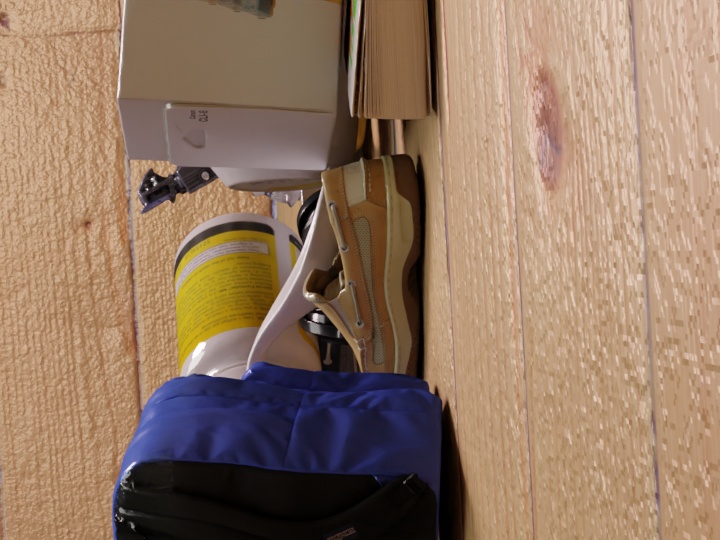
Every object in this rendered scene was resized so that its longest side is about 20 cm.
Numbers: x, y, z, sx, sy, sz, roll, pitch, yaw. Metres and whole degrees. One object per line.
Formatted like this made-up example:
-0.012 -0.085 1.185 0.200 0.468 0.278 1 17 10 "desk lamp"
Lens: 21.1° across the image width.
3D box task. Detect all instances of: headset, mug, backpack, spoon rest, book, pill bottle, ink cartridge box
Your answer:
0.000 0.000 1.450 0.200 0.094 0.124 138 133 -64 "headset"
-0.047 -0.140 1.467 0.149 0.186 0.153 -10 81 59 "mug"
-0.050 0.144 1.209 0.168 0.200 0.163 -84 -6 -60 "backpack"
-0.042 0.025 1.348 0.099 0.061 0.200 -97 17 -82 "spoon rest"
0.014 -0.182 1.217 0.200 0.048 0.134 -101 12 -73 "book"
-0.091 0.058 1.558 0.200 0.114 0.114 -99 7 -47 "pill bottle"
-0.084 -0.181 1.298 0.145 0.144 0.200 106 168 -78 "ink cartridge box"

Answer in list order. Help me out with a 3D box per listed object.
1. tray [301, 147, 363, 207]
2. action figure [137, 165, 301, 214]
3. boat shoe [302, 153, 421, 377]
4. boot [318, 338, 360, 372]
-0.019 -0.077 1.593 0.107 0.022 0.200 18 -113 -67 "tray"
-0.112 -0.127 1.598 0.194 0.200 0.105 53 170 -12 "action figure"
-0.001 0.012 1.289 0.072 0.076 0.200 -105 11 -59 "boat shoe"
-0.035 0.063 1.642 0.073 0.090 0.200 93 172 -52 "boot"
